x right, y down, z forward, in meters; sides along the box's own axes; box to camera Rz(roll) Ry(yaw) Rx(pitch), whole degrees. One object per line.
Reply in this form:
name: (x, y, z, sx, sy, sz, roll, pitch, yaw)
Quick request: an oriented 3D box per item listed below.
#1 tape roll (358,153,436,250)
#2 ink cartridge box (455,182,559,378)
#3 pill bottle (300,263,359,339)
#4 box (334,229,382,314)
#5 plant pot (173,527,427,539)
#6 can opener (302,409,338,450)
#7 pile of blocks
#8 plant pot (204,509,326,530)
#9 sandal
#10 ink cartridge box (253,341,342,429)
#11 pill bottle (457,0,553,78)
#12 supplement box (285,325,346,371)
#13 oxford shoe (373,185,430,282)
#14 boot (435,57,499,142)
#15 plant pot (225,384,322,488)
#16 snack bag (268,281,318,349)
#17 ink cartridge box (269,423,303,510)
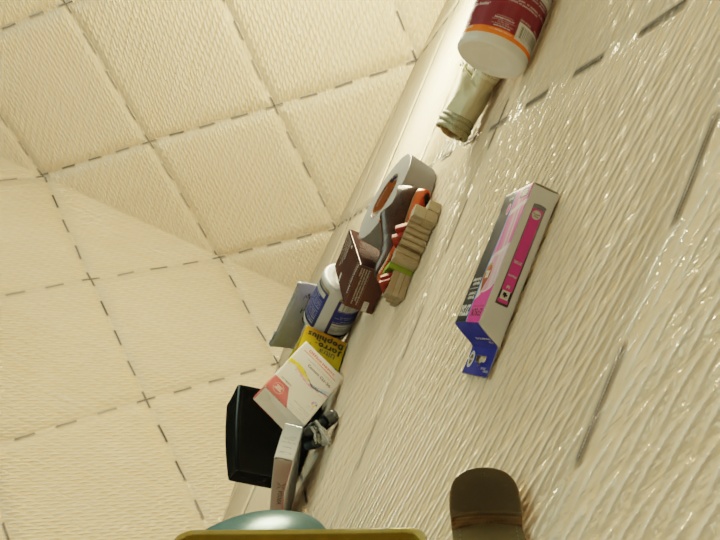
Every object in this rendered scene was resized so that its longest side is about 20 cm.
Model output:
tape roll: (0.075, -0.137, 1.696, 0.202, 0.066, 0.201, -55, 13, 19)
ink cartridge box: (0.144, 0.011, 0.863, 0.095, 0.037, 0.203, 156, 135, -81)
pill bottle: (-0.068, 0.095, 1.946, 0.120, 0.118, 0.202, -75, 11, -56)
box: (0.000, 0.000, 1.780, 0.201, 0.074, 0.101, -111, 41, -64)
plant pot: (-0.046, 0.322, 0.576, 0.201, 0.196, 0.179, -77, -19, -61)
can opener: (-0.082, 0.323, 1.633, 0.066, 0.053, 0.200, -32, -7, -23)
pile of blocks: (0.076, -0.038, 1.473, 0.082, 0.061, 0.203, -136, 69, -83)
plant pot: (-0.100, 0.382, 1.028, 0.134, 0.201, 0.201, -26, -22, -38)
sandal: (0.084, 0.224, 0.555, 0.212, 0.076, 0.071, -64, -30, -65)
ink cartridge box: (-0.119, 0.235, 1.731, 0.068, 0.116, 0.200, -45, 1, 44)
pill bottle: (0.232, -0.410, 1.254, 0.114, 0.113, 0.203, 152, 141, -80)
supplement box: (-0.123, 0.241, 1.935, 0.201, 0.107, 0.111, 121, 170, -49)
oxford shoe: (0.064, -0.069, 1.555, 0.202, 0.072, 0.071, -63, -25, -18)
boot: (0.188, -0.312, 1.464, 0.157, 0.072, 0.200, -63, 12, 12)
plant pot: (-0.212, 0.387, 1.858, 0.200, 0.197, 0.180, 126, 156, -61)
snack bag: (-0.113, 0.119, 2.035, 0.021, 0.198, 0.191, 42, 111, 45)
ink cartridge box: (-0.155, 0.433, 1.606, 0.175, 0.043, 0.203, -74, -6, -54)
